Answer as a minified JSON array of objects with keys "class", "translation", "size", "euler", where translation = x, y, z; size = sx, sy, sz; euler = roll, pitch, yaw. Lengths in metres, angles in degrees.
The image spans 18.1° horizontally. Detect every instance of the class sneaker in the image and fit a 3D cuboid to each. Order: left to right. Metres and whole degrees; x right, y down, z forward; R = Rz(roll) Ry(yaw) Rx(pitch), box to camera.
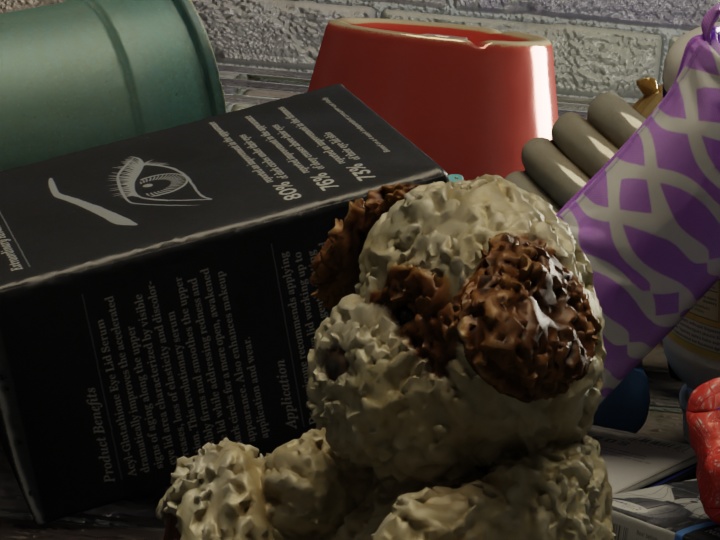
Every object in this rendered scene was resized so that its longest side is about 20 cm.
[{"class":"sneaker","translation":[0.106,0.038,1.161],"size":[0.065,0.079,0.200],"euler":[2,9,-8]}]

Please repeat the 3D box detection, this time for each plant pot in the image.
[{"class":"plant pot","translation":[-0.202,-0.066,1.313],"size":[0.195,0.202,0.200],"euler":[-9,15,-25]},{"class":"plant pot","translation":[0.041,-0.062,1.404],"size":[0.199,0.179,0.200],"euler":[5,10,-1]}]

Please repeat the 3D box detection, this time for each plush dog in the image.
[{"class":"plush dog","translation":[0.034,0.056,0.730],"size":[0.159,0.173,0.200],"euler":[2,10,-23]}]

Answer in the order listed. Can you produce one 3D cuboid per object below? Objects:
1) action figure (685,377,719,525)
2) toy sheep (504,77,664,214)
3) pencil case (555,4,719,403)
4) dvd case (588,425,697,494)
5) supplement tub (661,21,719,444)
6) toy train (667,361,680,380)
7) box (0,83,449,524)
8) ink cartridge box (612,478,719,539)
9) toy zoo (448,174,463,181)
[{"class":"action figure","translation":[0.184,0.056,0.885],"size":[0.098,0.066,0.200],"euler":[-10,4,22]},{"class":"toy sheep","translation":[0.138,-0.026,1.281],"size":[0.138,0.201,0.138],"euler":[35,6,-5]},{"class":"pencil case","translation":[0.119,-0.015,0.997],"size":[0.085,0.200,0.084],"euler":[43,13,0]},{"class":"dvd case","translation":[0.047,0.090,0.979],"size":[0.149,0.025,0.200],"euler":[11,10,29]},{"class":"supplement tub","translation":[0.219,-0.015,1.100],"size":[0.144,0.202,0.146],"euler":[-2,18,1]},{"class":"toy train","translation":[0.255,0.062,1.201],"size":[0.199,0.046,0.034],"euler":[10,14,31]},{"class":"box","translation":[-0.069,0.008,0.959],"size":[0.199,0.105,0.148],"euler":[-15,23,-12]},{"class":"ink cartridge box","translation":[0.187,0.109,0.911],"size":[0.199,0.040,0.099],"euler":[-3,12,-44]},{"class":"toy zoo","translation":[0.000,0.000,1.104],"size":[0.130,0.021,0.200],"euler":[16,36,29]}]
